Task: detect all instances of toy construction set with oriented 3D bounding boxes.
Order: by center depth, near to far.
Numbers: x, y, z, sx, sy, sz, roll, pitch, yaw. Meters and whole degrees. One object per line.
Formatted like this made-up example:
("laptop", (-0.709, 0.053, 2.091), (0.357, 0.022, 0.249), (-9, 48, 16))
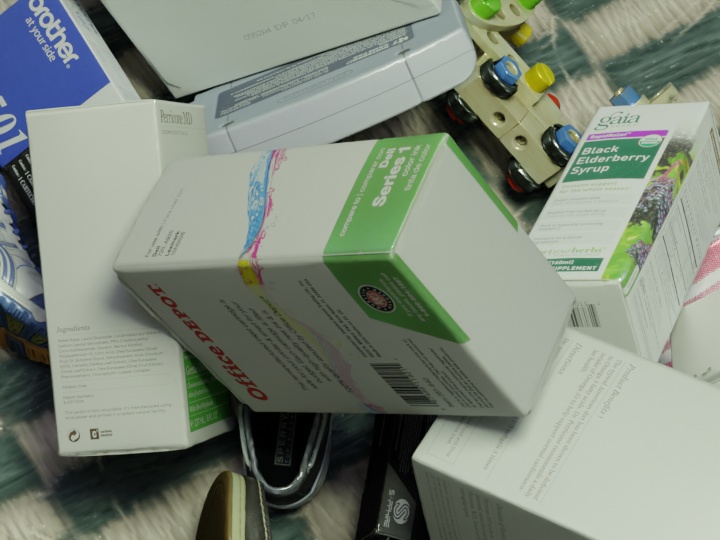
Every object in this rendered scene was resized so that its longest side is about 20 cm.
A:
("toy construction set", (0.120, -0.127, 1.469), (0.200, 0.092, 0.131), (36, 35, 2))

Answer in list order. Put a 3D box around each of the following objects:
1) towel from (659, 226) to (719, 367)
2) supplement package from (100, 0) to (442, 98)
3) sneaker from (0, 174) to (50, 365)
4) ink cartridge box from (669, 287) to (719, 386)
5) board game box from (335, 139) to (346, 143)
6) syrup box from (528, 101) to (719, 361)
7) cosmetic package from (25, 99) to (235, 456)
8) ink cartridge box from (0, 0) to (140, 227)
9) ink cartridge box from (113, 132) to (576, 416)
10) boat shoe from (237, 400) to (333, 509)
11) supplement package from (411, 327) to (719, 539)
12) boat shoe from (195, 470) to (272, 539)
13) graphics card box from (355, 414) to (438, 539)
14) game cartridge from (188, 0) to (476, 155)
("towel", (0.254, 0.075, 1.406), (0.146, 0.030, 0.200), (-32, 71, -25))
("supplement package", (-0.066, -0.225, 1.383), (0.200, 0.156, 0.111), (-16, 43, 24))
("sneaker", (-0.235, -0.022, 1.336), (0.200, 0.075, 0.088), (35, 63, 9))
("ink cartridge box", (0.274, 0.116, 1.314), (0.146, 0.083, 0.200), (9, 68, -27))
("board game box", (0.000, 0.000, 1.394), (0.200, 0.034, 0.135), (35, 60, 9))
("syrup box", (0.163, -0.021, 1.342), (0.079, 0.081, 0.200), (0, 37, 28))
("cosmetic package", (-0.134, 0.003, 1.268), (0.085, 0.108, 0.200), (-4, 93, 13))
("ink cartridge box", (-0.180, -0.079, 1.376), (0.094, 0.044, 0.200), (-37, 69, 10))
("ink cartridge box", (-0.010, 0.007, 1.167), (0.200, 0.145, 0.084), (-2, 52, 40))
("boat shoe", (-0.044, 0.042, 1.311), (0.072, 0.068, 0.200), (6, 77, 3))
("supplement package", (0.147, 0.125, 1.188), (0.200, 0.117, 0.117), (22, 61, 24))
("boat shoe", (-0.059, 0.215, 1.243), (0.065, 0.073, 0.200), (4, 72, -20))
("graphics card box", (0.103, 0.133, 1.308), (0.200, 0.051, 0.126), (16, 64, -14))
("game cartridge", (-0.024, -0.113, 1.366), (0.200, 0.042, 0.133), (-22, 22, 6))
